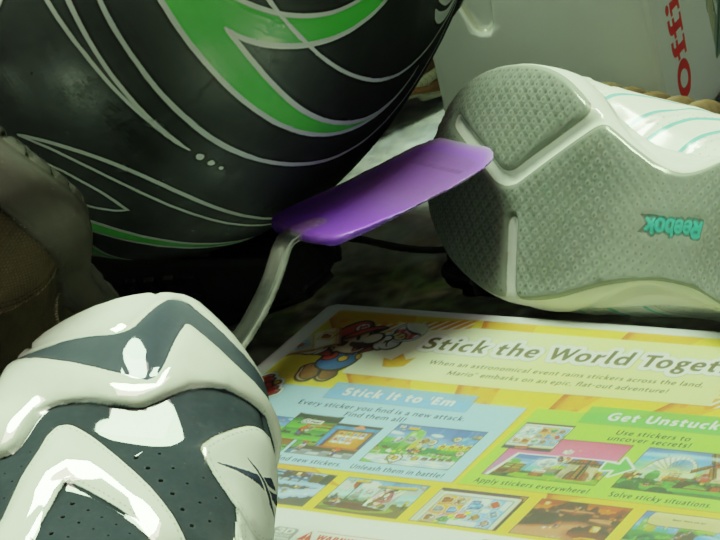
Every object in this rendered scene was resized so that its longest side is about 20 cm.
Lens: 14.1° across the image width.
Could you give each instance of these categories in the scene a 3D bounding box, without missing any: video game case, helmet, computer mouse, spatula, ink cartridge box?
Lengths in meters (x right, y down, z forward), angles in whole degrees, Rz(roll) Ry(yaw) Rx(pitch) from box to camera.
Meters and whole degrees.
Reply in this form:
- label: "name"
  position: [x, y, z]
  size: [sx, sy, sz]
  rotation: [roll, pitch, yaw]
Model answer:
- label: "video game case"
  position: [0.021, 0.066, 0.778]
  size: [0.200, 0.023, 0.182]
  rotation: [3, 30, 38]
- label: "helmet"
  position: [-0.072, -0.101, 0.890]
  size: [0.200, 0.200, 0.191]
  rotation: [7, 31, 41]
- label: "computer mouse"
  position: [0.000, 0.000, 0.932]
  size: [0.200, 0.034, 0.059]
  rotation: [1, 28, 19]
- label: "spatula"
  position: [-0.041, 0.022, 0.840]
  size: [0.200, 0.021, 0.057]
  rotation: [-43, 22, -14]
- label: "ink cartridge box"
  position: [0.094, -0.143, 1.036]
  size: [0.084, 0.146, 0.200]
  rotation: [-1, 28, 27]

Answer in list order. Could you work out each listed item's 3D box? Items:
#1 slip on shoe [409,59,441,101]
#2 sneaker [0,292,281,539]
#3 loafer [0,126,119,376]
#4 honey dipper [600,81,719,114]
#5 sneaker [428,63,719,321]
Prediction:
- label: "slip on shoe"
  position: [-0.012, -0.085, 1.068]
  size: [0.200, 0.076, 0.061]
  rotation: [-36, 37, -24]
- label: "sneaker"
  position: [-0.102, 0.099, 0.703]
  size: [0.199, 0.080, 0.130]
  rotation: [-25, 36, 3]
- label: "loafer"
  position: [-0.114, 0.010, 0.806]
  size: [0.073, 0.200, 0.071]
  rotation: [38, 78, 13]
- label: "honey dipper"
  position: [0.148, -0.025, 0.888]
  size: [0.200, 0.038, 0.038]
  rotation: [16, 38, 43]
- label: "sneaker"
  position: [0.100, -0.013, 0.847]
  size: [0.080, 0.071, 0.200]
  rotation: [11, 4, -44]
